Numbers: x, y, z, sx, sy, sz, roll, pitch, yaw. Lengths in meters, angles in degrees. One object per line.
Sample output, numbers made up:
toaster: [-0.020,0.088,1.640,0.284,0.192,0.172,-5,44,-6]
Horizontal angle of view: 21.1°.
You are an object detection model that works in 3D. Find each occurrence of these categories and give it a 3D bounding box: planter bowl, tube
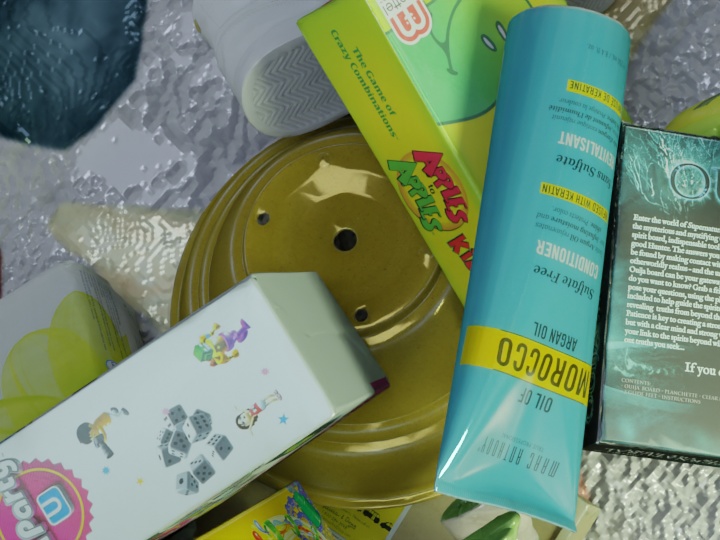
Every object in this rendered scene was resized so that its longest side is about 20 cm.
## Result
planter bowl: [0.000,0.000,0.875,0.200,0.083,0.201,-4,68,9]
tube: [0.069,-0.003,0.762,0.050,0.077,0.201,-12,64,53]

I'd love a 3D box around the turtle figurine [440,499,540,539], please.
turtle figurine: [0.124,0.163,0.782,0.194,0.200,0.144,52,55,-7]

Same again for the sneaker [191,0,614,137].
sneaker: [0.018,-0.141,0.922,0.199,0.074,0.116,-20,38,-13]

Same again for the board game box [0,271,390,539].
board game box: [-0.094,0.080,0.760,0.200,0.148,0.064,-33,85,8]

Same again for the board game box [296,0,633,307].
board game box: [0.067,-0.047,0.828,0.048,0.102,0.200,-18,106,51]

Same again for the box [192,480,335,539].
box: [-0.103,0.203,0.804,0.192,0.200,0.122,-34,85,19]

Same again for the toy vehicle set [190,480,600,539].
toy vehicle set: [-0.004,0.108,0.907,0.200,0.027,0.124,34,91,21]

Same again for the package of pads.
package of pads: [-0.184,0.103,0.922,0.200,0.068,0.155,-32,46,10]

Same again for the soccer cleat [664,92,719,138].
soccer cleat: [0.226,-0.089,0.861,0.200,0.065,0.084,-22,46,17]

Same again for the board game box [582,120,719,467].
board game box: [0.193,0.019,0.806,0.199,0.028,0.136,9,78,-10]
